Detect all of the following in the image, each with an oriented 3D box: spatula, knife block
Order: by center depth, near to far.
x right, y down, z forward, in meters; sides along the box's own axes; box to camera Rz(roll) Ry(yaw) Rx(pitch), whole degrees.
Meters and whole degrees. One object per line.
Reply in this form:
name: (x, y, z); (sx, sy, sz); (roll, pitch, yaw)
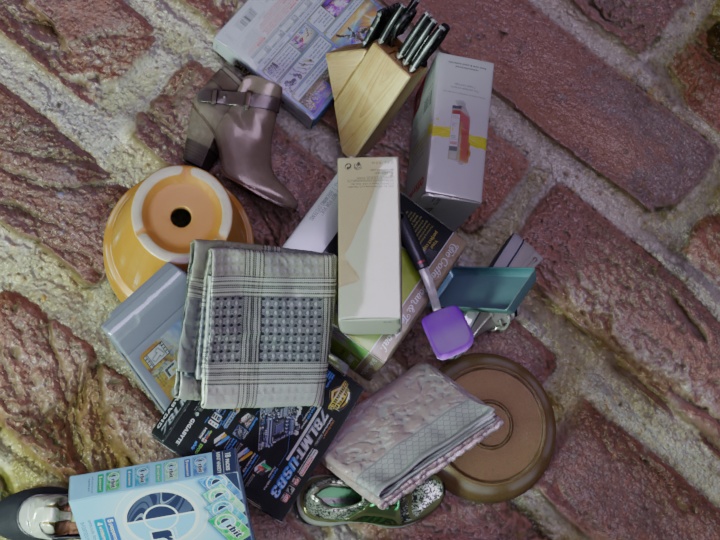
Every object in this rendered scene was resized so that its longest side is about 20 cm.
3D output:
spatula: (0.084, 0.013, 1.615); (0.056, 0.021, 0.202); (-20, 80, -10)
knife block: (0.048, -0.255, 1.712); (0.174, 0.064, 0.203); (0, 109, 29)

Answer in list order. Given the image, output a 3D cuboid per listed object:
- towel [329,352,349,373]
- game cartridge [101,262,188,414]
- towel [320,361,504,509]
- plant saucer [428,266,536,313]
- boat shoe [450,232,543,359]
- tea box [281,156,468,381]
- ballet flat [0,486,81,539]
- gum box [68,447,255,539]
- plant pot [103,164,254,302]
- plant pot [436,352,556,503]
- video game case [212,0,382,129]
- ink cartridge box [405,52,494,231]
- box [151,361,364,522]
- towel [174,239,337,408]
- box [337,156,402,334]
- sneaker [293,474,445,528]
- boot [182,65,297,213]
towel: (-0.131, 0.158, 1.666); (0.170, 0.048, 0.201); (33, 73, 1)
game cartridge: (-0.215, 0.093, 1.559); (0.133, 0.201, 0.041); (-41, 40, -15)
towel: (0.052, 0.202, 1.621); (0.199, 0.190, 0.033); (-32, 119, -19)
plant saucer: (0.156, 0.026, 1.680); (0.019, 0.199, 0.070); (43, 72, -21)
boat shoe: (0.183, 0.046, 1.740); (0.069, 0.071, 0.201); (35, 68, -1)
tea box: (0.000, 0.000, 1.685); (0.196, 0.134, 0.201); (37, 73, 2)
ballet flat: (-0.355, 0.299, 1.579); (0.197, 0.073, 0.074); (3, 74, -8)
gum box: (-0.231, 0.302, 1.538); (0.197, 0.172, 0.045); (-9, 37, -4)
plant pot: (-0.229, -0.045, 1.632); (0.197, 0.183, 0.203); (2, 75, -9)
plant pot: (0.169, 0.207, 1.714); (0.197, 0.028, 0.203); (3, 75, -10)
video game case: (-0.076, -0.330, 1.806); (0.181, 0.045, 0.201); (39, 73, 3)
ink cartridge box: (0.117, -0.169, 1.744); (0.082, 0.145, 0.203); (10, 74, -8)
box: (-0.122, 0.173, 1.581); (0.198, 0.050, 0.201); (38, 80, -28)
towel: (-0.120, 0.066, 1.522); (0.198, 0.034, 0.195); (4, 95, -28)
box: (0.012, -0.029, 1.571); (0.077, 0.095, 0.203); (-1, 75, 1)
sneaker: (0.016, 0.289, 1.633); (0.197, 0.089, 0.078); (-5, 76, -10)
boot: (-0.144, -0.183, 1.732); (0.198, 0.070, 0.148); (27, 86, 9)
